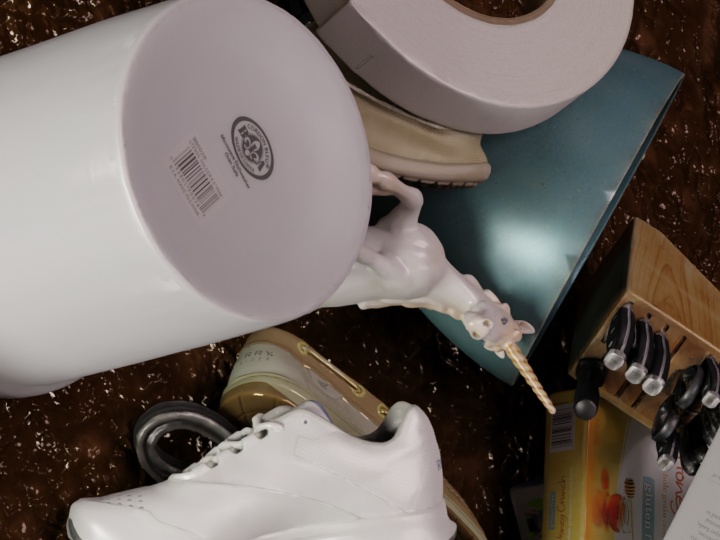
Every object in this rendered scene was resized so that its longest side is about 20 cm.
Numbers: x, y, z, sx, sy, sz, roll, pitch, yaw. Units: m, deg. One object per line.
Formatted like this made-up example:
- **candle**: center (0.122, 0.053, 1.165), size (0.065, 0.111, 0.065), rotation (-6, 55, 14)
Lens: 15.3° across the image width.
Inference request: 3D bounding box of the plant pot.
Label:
- **plant pot**: center (0.076, -0.054, 1.513), size (0.135, 0.200, 0.200), rotation (29, 53, 6)

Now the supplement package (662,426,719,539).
- **supplement package**: center (0.226, 0.207, 1.481), size (0.120, 0.121, 0.200), rotation (23, 95, -54)

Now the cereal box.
- **cereal box**: center (0.187, 0.159, 1.587), size (0.200, 0.040, 0.144), rotation (16, 69, -40)

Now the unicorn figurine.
- **unicorn figurine**: center (0.000, 0.000, 1.403), size (0.137, 0.200, 0.074), rotation (47, 58, -54)

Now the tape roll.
- **tape roll**: center (0.053, -0.169, 1.406), size (0.203, 0.037, 0.203), rotation (15, 60, -27)

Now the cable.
- **cable**: center (-0.030, 0.134, 1.412), size (0.200, 0.097, 0.050), rotation (48, 15, -30)

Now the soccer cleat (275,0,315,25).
- **soccer cleat**: center (-0.016, -0.132, 1.458), size (0.081, 0.068, 0.200), rotation (32, 91, -26)

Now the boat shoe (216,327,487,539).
- **boat shoe**: center (0.004, 0.100, 1.462), size (0.200, 0.074, 0.066), rotation (44, 38, -34)

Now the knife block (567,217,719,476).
- **knife block**: center (0.155, 0.037, 1.543), size (0.175, 0.064, 0.200), rotation (16, 26, -45)

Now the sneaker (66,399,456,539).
- **sneaker**: center (-0.052, 0.110, 1.364), size (0.200, 0.075, 0.087), rotation (-5, 97, -15)

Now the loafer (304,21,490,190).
- **loafer**: center (-0.023, -0.093, 1.397), size (0.200, 0.076, 0.068), rotation (17, 87, -7)

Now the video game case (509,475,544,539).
- **video game case**: center (0.190, 0.195, 1.642), size (0.200, 0.045, 0.182), rotation (-15, 91, -45)

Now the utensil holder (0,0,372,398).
- **utensil holder**: center (-0.117, -0.036, 1.288), size (0.170, 0.200, 0.170), rotation (14, 70, -43)
